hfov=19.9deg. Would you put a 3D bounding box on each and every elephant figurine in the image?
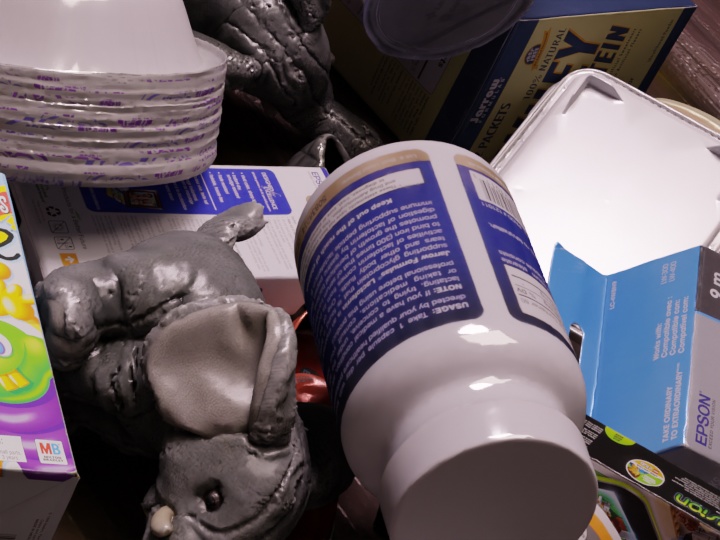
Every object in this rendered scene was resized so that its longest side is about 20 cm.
[{"bbox_3d":[-0.066,0.079,0.977,0.200,0.156,0.141,38,23,34],"label":"elephant figurine"},{"bbox_3d":[-0.071,-0.161,1.275,0.200,0.142,0.155,43,34,22],"label":"elephant figurine"}]

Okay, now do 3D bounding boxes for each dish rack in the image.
[{"bbox_3d":[0.155,-0.038,1.295,0.171,0.044,0.200,31,63,16],"label":"dish rack"}]

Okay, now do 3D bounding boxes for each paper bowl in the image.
[{"bbox_3d":[-0.172,-0.119,1.129,0.199,0.105,0.201,8,14,-2],"label":"paper bowl"}]

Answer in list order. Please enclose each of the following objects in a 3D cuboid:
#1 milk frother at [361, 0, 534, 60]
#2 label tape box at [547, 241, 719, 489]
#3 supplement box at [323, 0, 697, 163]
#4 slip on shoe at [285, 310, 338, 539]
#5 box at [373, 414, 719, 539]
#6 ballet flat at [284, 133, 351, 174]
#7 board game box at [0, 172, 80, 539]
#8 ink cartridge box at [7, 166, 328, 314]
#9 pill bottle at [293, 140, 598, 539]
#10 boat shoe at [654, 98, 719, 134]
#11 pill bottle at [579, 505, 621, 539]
[{"bbox_3d":[0.013,-0.262,1.245,0.199,0.181,0.189,5,52,-34],"label":"milk frother"},{"bbox_3d":[0.196,0.068,1.137,0.199,0.066,0.144,28,48,-17],"label":"label tape box"},{"bbox_3d":[0.086,-0.189,1.447,0.199,0.135,0.200,-11,50,-43],"label":"supplement box"},{"bbox_3d":[-0.033,0.084,1.072,0.074,0.061,0.201,27,36,-7],"label":"slip on shoe"},{"bbox_3d":[0.110,0.131,1.043,0.199,0.111,0.035,29,33,19],"label":"box"},{"bbox_3d":[0.000,0.000,1.208,0.066,0.057,0.201,0,44,-37],"label":"ballet flat"},{"bbox_3d":[-0.210,0.051,0.945,0.102,0.105,0.201,7,39,-28],"label":"board game box"},{"bbox_3d":[-0.097,-0.018,1.150,0.198,0.037,0.095,-2,44,-26],"label":"ink cartridge box"},{"bbox_3d":[0.039,0.041,0.952,0.115,0.116,0.201,13,36,-23],"label":"pill bottle"},{"bbox_3d":[0.237,-0.037,1.356,0.065,0.072,0.200,-16,59,-49],"label":"boat shoe"},{"bbox_3d":[0.045,0.183,0.952,0.116,0.117,0.200,34,34,6],"label":"pill bottle"}]
